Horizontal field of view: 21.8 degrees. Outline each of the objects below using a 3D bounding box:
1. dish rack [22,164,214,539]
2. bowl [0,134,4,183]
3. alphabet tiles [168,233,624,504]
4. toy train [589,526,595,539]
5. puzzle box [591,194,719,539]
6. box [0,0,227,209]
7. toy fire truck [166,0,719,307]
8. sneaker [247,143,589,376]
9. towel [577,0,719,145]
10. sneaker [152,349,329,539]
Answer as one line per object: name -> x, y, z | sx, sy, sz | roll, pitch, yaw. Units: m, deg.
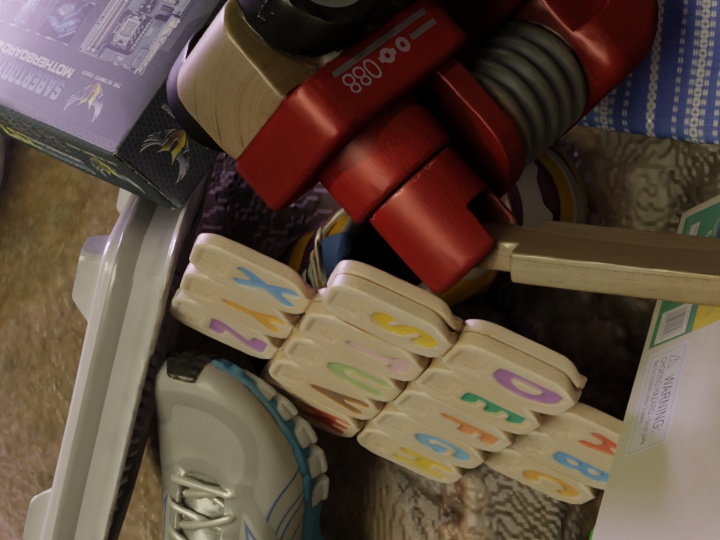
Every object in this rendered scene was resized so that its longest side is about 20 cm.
dish rack -> -0.113, 0.041, 0.871 | 0.043, 0.172, 0.201 | 13, 111, -3
bowl -> -0.299, -0.064, 0.999 | 0.200, 0.090, 0.202 | 8, 123, 12
alphabet tiles -> 0.016, 0.046, 0.743 | 0.200, 0.195, 0.015 | 128, 167, -70
toy train -> 0.096, 0.154, 0.785 | 0.056, 0.042, 0.200 | 44, 123, 15
puzzle box -> 0.150, 0.027, 0.632 | 0.025, 0.200, 0.133 | 44, 134, -20
box -> -0.110, -0.127, 0.849 | 0.200, 0.051, 0.158 | 22, 75, 45
toy fire truck -> 0.060, -0.060, 0.675 | 0.200, 0.176, 0.129 | 49, 143, 2
sneaker -> 0.000, 0.000, 0.810 | 0.200, 0.090, 0.075 | -34, 74, 38
towel -> 0.074, -0.134, 0.771 | 0.200, 0.024, 0.145 | 13, 105, 39
sneaker -> -0.059, 0.125, 0.830 | 0.075, 0.087, 0.200 | 14, 135, 33
